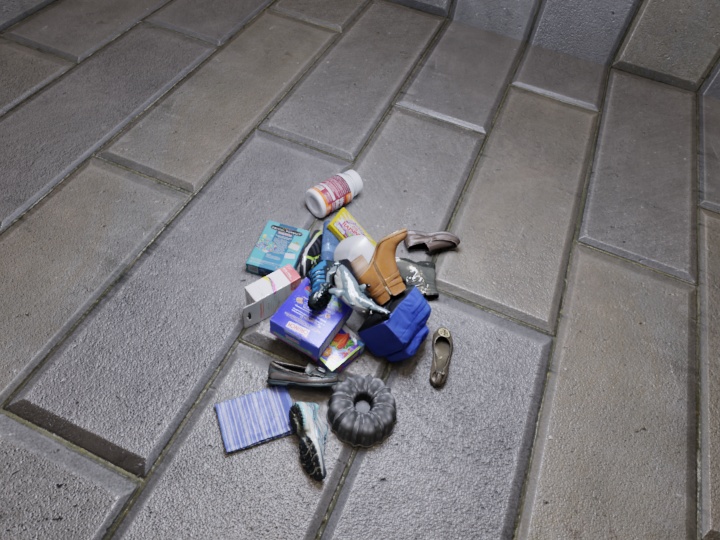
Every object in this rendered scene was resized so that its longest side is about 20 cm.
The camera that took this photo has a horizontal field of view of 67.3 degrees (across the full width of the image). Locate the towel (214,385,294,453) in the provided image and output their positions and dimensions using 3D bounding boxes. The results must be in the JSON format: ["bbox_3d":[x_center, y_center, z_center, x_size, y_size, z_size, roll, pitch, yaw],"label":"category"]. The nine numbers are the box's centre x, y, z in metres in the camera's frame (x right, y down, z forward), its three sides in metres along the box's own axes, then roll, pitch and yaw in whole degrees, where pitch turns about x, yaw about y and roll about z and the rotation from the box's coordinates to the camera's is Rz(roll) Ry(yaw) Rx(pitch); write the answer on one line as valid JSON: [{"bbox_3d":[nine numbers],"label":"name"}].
[{"bbox_3d":[-0.274,0.388,1.436,0.198,0.024,0.146,-14,54,-17],"label":"towel"}]

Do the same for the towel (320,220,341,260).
[{"bbox_3d":[-0.083,-0.060,1.762,0.111,0.048,0.202,25,53,-34],"label":"towel"}]

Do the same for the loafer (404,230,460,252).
[{"bbox_3d":[0.243,-0.089,1.857,0.197,0.073,0.072,3,61,1],"label":"loafer"}]

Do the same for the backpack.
[{"bbox_3d":[0.114,0.152,1.585,0.168,0.162,0.200,52,49,-15],"label":"backpack"}]

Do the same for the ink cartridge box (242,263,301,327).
[{"bbox_3d":[-0.278,0.077,1.622,0.199,0.117,0.068,-29,61,-27],"label":"ink cartridge box"}]

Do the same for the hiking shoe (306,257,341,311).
[{"bbox_3d":[-0.120,0.041,1.554,0.086,0.075,0.201,12,39,12],"label":"hiking shoe"}]

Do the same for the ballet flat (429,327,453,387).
[{"bbox_3d":[0.238,0.248,1.595,0.067,0.047,0.201,15,51,4],"label":"ballet flat"}]

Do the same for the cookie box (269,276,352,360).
[{"bbox_3d":[-0.138,0.132,1.564,0.170,0.076,0.200,28,52,15],"label":"cookie box"}]

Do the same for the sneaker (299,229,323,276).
[{"bbox_3d":[-0.139,-0.060,1.778,0.082,0.072,0.201,17,52,6],"label":"sneaker"}]

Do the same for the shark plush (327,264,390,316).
[{"bbox_3d":[-0.006,0.065,1.485,0.199,0.091,0.084,35,93,39],"label":"shark plush"}]

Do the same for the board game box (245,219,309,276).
[{"bbox_3d":[-0.268,-0.064,1.781,0.149,0.047,0.201,15,51,6],"label":"board game box"}]

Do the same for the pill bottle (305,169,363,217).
[{"bbox_3d":[-0.092,-0.278,1.933,0.199,0.110,0.109,-34,62,-28],"label":"pill bottle"}]

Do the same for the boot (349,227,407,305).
[{"bbox_3d":[0.085,-0.012,1.525,0.199,0.074,0.155,-37,90,11],"label":"boot"}]

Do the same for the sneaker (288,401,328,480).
[{"bbox_3d":[-0.112,0.430,1.389,0.086,0.078,0.202,2,59,-41],"label":"sneaker"}]

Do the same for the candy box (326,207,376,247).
[{"bbox_3d":[-0.017,-0.105,1.789,0.200,0.026,0.102,47,45,-12],"label":"candy box"}]

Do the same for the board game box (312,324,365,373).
[{"bbox_3d":[-0.103,0.201,1.592,0.134,0.045,0.200,-36,64,-29],"label":"board game box"}]

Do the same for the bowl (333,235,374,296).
[{"bbox_3d":[0.000,0.000,1.645,0.075,0.199,0.201,-40,103,-22],"label":"bowl"}]

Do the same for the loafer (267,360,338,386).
[{"bbox_3d":[-0.158,0.282,1.486,0.197,0.072,0.064,1,91,1],"label":"loafer"}]

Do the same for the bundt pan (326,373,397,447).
[{"bbox_3d":[0.007,0.365,1.456,0.199,0.076,0.204,3,50,-4],"label":"bundt pan"}]

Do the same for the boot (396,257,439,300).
[{"bbox_3d":[0.156,0.031,1.750,0.197,0.068,0.132,4,57,-2],"label":"boot"}]
